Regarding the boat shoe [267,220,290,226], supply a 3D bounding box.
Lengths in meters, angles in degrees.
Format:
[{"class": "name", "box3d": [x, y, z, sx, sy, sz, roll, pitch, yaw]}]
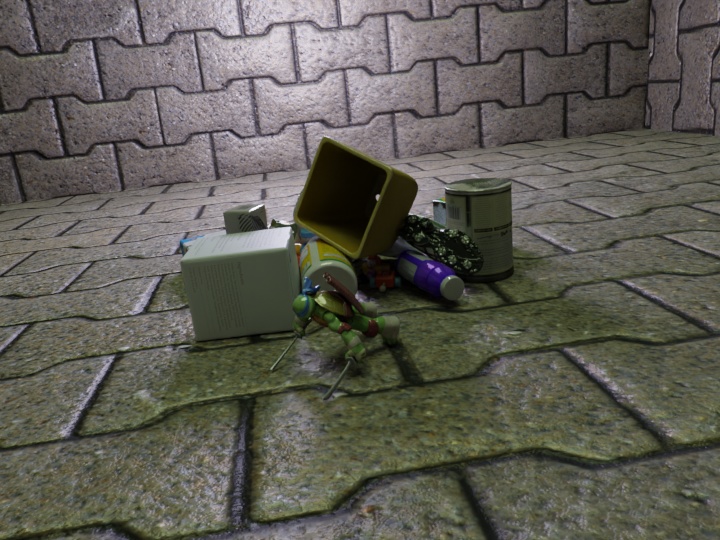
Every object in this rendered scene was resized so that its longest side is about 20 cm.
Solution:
[{"class": "boat shoe", "box3d": [-0.270, -0.088, 1.717, 0.072, 0.065, 0.200, 26, 33, 28]}]

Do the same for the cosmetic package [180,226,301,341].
[{"class": "cosmetic package", "box3d": [-0.224, 0.022, 1.187, 0.199, 0.167, 0.167, -7, 18, 0]}]

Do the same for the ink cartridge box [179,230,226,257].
[{"class": "ink cartridge box", "box3d": [-0.366, -0.036, 1.550, 0.145, 0.085, 0.200, -14, 20, -23]}]

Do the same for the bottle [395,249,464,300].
[{"class": "bottle", "box3d": [0.145, 0.011, 1.253, 0.083, 0.066, 0.200, 20, 7, -26]}]

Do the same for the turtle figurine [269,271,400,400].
[{"class": "turtle figurine", "box3d": [-0.041, 0.112, 1.002, 0.193, 0.201, 0.144, 5, -17, -42]}]

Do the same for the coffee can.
[{"class": "coffee can", "box3d": [0.261, -0.091, 1.330, 0.146, 0.201, 0.146, -5, 18, 2]}]

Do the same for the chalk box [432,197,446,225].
[{"class": "chalk box", "box3d": [0.295, -0.119, 1.536, 0.124, 0.125, 0.200, -17, 22, -30]}]

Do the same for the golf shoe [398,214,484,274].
[{"class": "golf shoe", "box3d": [0.178, -0.052, 1.286, 0.200, 0.077, 0.088, 33, -6, 25]}]

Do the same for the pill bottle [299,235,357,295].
[{"class": "pill bottle", "box3d": [-0.072, -0.003, 1.274, 0.112, 0.113, 0.200, -7, 25, -5]}]

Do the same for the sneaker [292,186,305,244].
[{"class": "sneaker", "box3d": [-0.109, -0.116, 1.482, 0.099, 0.201, 0.078, 12, 43, 11]}]

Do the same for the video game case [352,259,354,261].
[{"class": "video game case", "box3d": [-0.100, -0.041, 1.587, 0.199, 0.023, 0.182, 3, 19, 23]}]

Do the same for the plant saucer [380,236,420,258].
[{"class": "plant saucer", "box3d": [0.061, -0.059, 1.431, 0.199, 0.051, 0.200, 9, 0, 0]}]

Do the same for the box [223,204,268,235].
[{"class": "box", "box3d": [-0.242, -0.040, 1.328, 0.068, 0.201, 0.082, 0, 19, 17]}]

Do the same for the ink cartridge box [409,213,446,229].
[{"class": "ink cartridge box", "box3d": [0.149, -0.096, 1.468, 0.199, 0.060, 0.104, 19, 1, -37]}]

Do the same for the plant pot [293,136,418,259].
[{"class": "plant pot", "box3d": [0.013, -0.153, 1.307, 0.194, 0.196, 0.200, 32, 20, 30]}]

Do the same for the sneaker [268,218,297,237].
[{"class": "sneaker", "box3d": [-0.233, -0.095, 1.641, 0.199, 0.090, 0.067, -22, 12, -19]}]

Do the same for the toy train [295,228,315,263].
[{"class": "toy train", "box3d": [-0.181, -0.045, 1.466, 0.199, 0.116, 0.085, 2, 19, 23]}]

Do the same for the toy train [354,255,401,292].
[{"class": "toy train", "box3d": [0.000, 0.000, 1.368, 0.199, 0.056, 0.150, -1, 18, 15]}]
